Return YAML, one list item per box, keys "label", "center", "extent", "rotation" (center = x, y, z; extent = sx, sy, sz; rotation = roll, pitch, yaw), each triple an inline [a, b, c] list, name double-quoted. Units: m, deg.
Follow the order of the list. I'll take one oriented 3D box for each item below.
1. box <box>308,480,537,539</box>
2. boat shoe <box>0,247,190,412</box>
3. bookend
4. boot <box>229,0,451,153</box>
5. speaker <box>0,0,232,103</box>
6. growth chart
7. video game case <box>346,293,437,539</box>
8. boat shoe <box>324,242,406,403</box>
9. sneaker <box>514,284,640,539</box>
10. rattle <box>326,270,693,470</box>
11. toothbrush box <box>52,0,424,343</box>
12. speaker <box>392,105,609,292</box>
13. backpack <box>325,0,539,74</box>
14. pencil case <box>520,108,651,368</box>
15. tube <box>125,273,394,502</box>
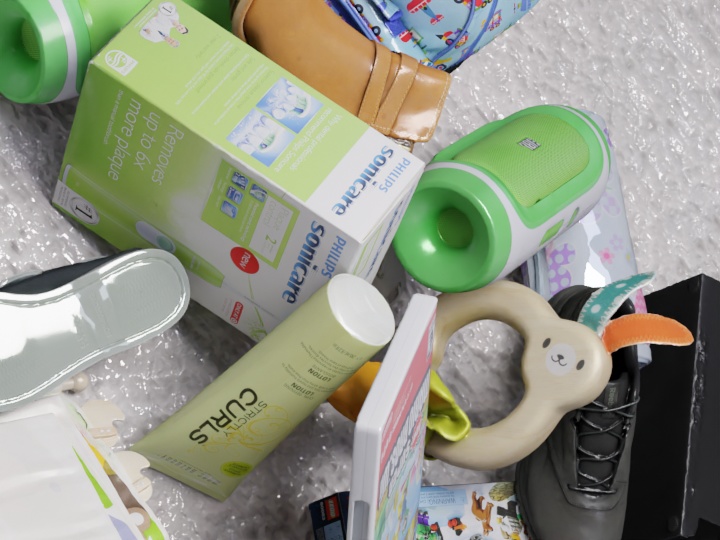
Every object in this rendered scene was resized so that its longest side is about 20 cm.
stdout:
- label: "box"
  center: [0.067, 0.212, 1.649]
  extent: [0.199, 0.038, 0.137]
  rotation: [0, 72, -37]
- label: "boat shoe"
  center: [-0.200, 0.039, 1.506]
  extent: [0.199, 0.060, 0.076]
  rotation: [-15, 95, -29]
- label: "bookend"
  center: [0.282, 0.135, 1.806]
  extent: [0.199, 0.092, 0.200]
  rotation: [23, 62, -30]
- label: "boot"
  center: [-0.014, -0.139, 1.591]
  extent: [0.154, 0.201, 0.077]
  rotation: [13, 24, -10]
- label: "speaker"
  center: [-0.149, -0.169, 1.610]
  extent: [0.199, 0.088, 0.089]
  rotation: [-24, 87, -40]
- label: "growth chart"
  center: [-0.182, 0.136, 1.458]
  extent: [0.144, 0.018, 0.200]
  rotation: [-2, 46, -33]
- label: "video game case"
  center: [0.016, 0.134, 1.490]
  extent: [0.017, 0.201, 0.143]
  rotation: [11, 34, 10]
- label: "boat shoe"
  center: [0.000, 0.000, 1.661]
  extent: [0.065, 0.074, 0.201]
  rotation: [20, 62, -24]
- label: "sneaker"
  center: [0.150, 0.105, 1.653]
  extent: [0.075, 0.091, 0.201]
  rotation: [2, 82, -14]
- label: "rattle"
  center: [0.093, 0.044, 1.575]
  extent: [0.143, 0.199, 0.131]
  rotation: [46, 39, -46]
- label: "toothbrush box"
  center: [-0.079, -0.054, 1.536]
  extent: [0.199, 0.146, 0.086]
  rotation: [33, 52, 6]
- label: "speaker"
  center: [0.095, -0.050, 1.633]
  extent: [0.089, 0.088, 0.200]
  rotation: [60, 32, -2]
- label: "backpack"
  center: [0.023, -0.210, 1.679]
  extent: [0.134, 0.200, 0.183]
  rotation: [-41, 99, -39]
- label: "pencil case"
  center: [0.149, -0.014, 1.772]
  extent: [0.090, 0.083, 0.201]
  rotation: [-1, 73, -22]
- label: "tube"
  center: [-0.057, 0.078, 1.511]
  extent: [0.058, 0.200, 0.052]
  rotation: [54, 36, 8]
